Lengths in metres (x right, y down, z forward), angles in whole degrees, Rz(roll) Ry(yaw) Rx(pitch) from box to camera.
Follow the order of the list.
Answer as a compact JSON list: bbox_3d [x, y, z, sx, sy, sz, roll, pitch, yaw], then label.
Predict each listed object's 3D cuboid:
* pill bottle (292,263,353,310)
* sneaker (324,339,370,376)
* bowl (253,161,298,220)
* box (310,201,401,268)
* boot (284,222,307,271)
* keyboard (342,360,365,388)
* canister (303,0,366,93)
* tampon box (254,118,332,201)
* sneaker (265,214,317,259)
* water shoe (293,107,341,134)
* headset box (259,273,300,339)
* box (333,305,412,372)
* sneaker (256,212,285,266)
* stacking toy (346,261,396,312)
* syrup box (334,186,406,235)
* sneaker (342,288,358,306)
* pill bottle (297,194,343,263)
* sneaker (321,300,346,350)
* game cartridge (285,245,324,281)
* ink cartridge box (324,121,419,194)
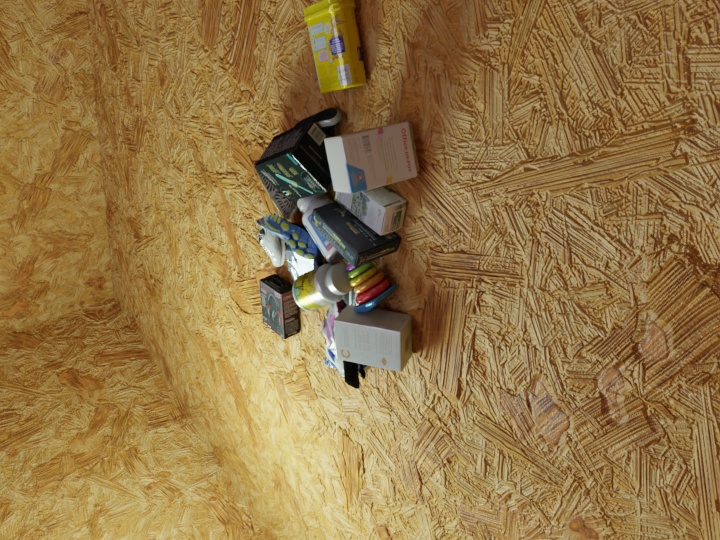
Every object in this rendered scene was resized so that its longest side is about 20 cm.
[{"bbox_3d":[-0.104,0.044,1.664,0.199,0.112,0.115,-21,91,52],"label":"pill bottle"},{"bbox_3d":[-0.060,0.255,1.823,0.198,0.080,0.117,11,118,51],"label":"sneaker"},{"bbox_3d":[-0.233,-0.263,1.756,0.203,0.093,0.201,60,-177,-5],"label":"bowl"},{"bbox_3d":[-0.014,-0.106,1.523,0.200,0.156,0.052,45,138,30],"label":"box"},{"bbox_3d":[-0.183,-0.059,1.842,0.202,0.073,0.157,24,129,46],"label":"boot"},{"bbox_3d":[-0.019,0.249,1.707,0.020,0.127,0.203,-18,59,22],"label":"keyboard"},{"bbox_3d":[-0.061,-0.552,1.428,0.147,0.086,0.204,9,115,50],"label":"canister"},{"bbox_3d":[-0.167,-0.299,1.598,0.150,0.128,0.198,43,153,-29],"label":"tampon box"},{"bbox_3d":[-0.195,-0.103,1.717,0.198,0.082,0.071,35,99,25],"label":"sneaker"},{"bbox_3d":[-0.107,-0.390,1.599,0.198,0.072,0.079,2,136,50],"label":"water shoe"},{"bbox_3d":[-0.287,0.117,2.054,0.148,0.074,0.204,28,128,43],"label":"headset box"},{"bbox_3d":[0.036,0.184,1.589,0.196,0.097,0.127,8,116,22],"label":"box"},{"bbox_3d":[-0.288,-0.093,1.845,0.076,0.079,0.203,46,148,41],"label":"sneaker"},{"bbox_3d":[0.000,0.000,1.572,0.115,0.109,0.202,-25,96,53],"label":"stacking toy"},{"bbox_3d":[0.024,-0.181,1.501,0.199,0.081,0.080,39,137,34],"label":"syrup box"},{"bbox_3d":[-0.012,0.119,1.714,0.111,0.072,0.204,32,128,50],"label":"sneaker"},{"bbox_3d":[-0.098,-0.133,1.657,0.202,0.111,0.113,57,142,16],"label":"pill bottle"},{"bbox_3d":[-0.083,0.155,1.763,0.087,0.081,0.204,-6,86,28],"label":"sneaker"},{"bbox_3d":[-0.159,0.010,1.801,0.131,0.042,0.202,14,136,36],"label":"game cartridge"},{"bbox_3d":[0.034,-0.269,1.365,0.125,0.197,0.131,-157,54,-65],"label":"ink cartridge box"}]
